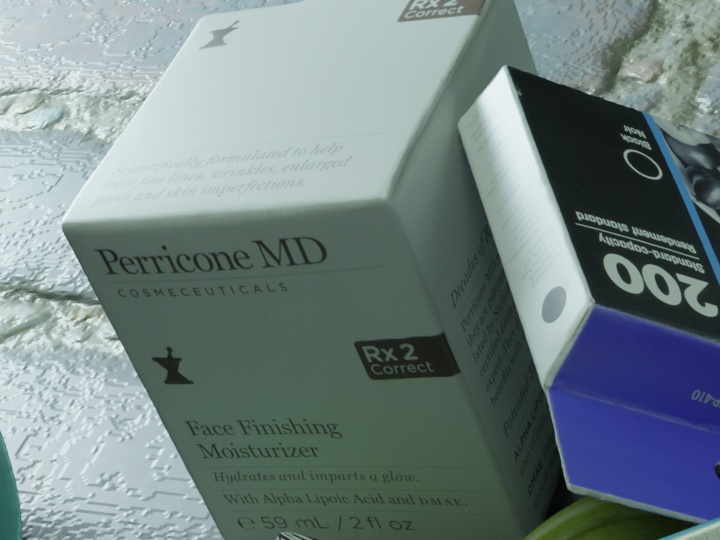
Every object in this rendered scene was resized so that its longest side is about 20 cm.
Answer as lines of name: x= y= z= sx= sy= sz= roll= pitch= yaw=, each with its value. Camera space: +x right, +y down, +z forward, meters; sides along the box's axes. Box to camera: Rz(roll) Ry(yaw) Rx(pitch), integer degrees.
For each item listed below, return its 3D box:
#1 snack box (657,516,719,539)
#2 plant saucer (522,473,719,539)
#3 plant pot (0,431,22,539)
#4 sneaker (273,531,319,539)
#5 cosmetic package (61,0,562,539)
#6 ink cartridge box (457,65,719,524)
snack box: x=0.115 y=0.192 z=0.662 sx=0.115 sy=0.037 sz=0.202 roll=-19 pitch=81 yaw=-2
plant saucer: x=0.104 y=0.163 z=0.746 sx=0.198 sy=0.031 sz=0.202 roll=-20 pitch=52 yaw=26
plant pot: x=-0.278 y=0.090 z=0.930 sx=0.160 sy=0.201 sz=0.201 roll=-28 pitch=36 yaw=7
sneaker: x=-0.002 y=0.142 z=0.762 sx=0.199 sy=0.085 sz=0.079 roll=-10 pitch=55 yaw=44
cosmetic package: x=0.000 y=0.000 z=0.905 sx=0.163 sy=0.201 sz=0.166 roll=-4 pitch=38 yaw=28
ink cartridge box: x=0.146 y=0.020 z=0.775 sx=0.196 sy=0.044 sz=0.201 roll=16 pitch=39 yaw=-26
